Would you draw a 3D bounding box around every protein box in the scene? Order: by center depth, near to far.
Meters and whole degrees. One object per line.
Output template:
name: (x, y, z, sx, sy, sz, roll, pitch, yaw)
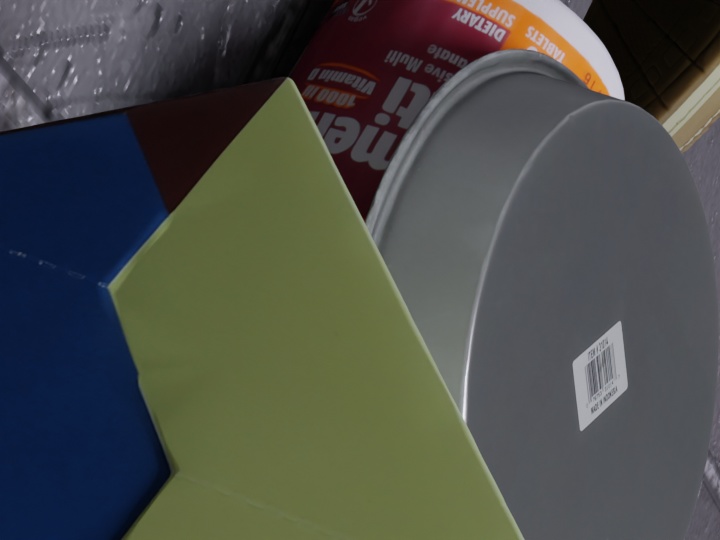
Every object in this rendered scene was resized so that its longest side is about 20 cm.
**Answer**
protein box: (-0.051, 0.099, 0.624, 0.134, 0.199, 0.201, -12, 133, -14)

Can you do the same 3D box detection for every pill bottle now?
pill bottle: (0.000, 0.000, 0.829, 0.201, 0.109, 0.110, -60, 151, -24)

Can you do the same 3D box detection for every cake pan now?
cake pan: (0.059, 0.033, 0.774, 0.200, 0.037, 0.201, -11, 103, -57)

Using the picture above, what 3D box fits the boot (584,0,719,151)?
boot: (0.179, -0.099, 0.919, 0.154, 0.072, 0.200, 21, 113, -41)
